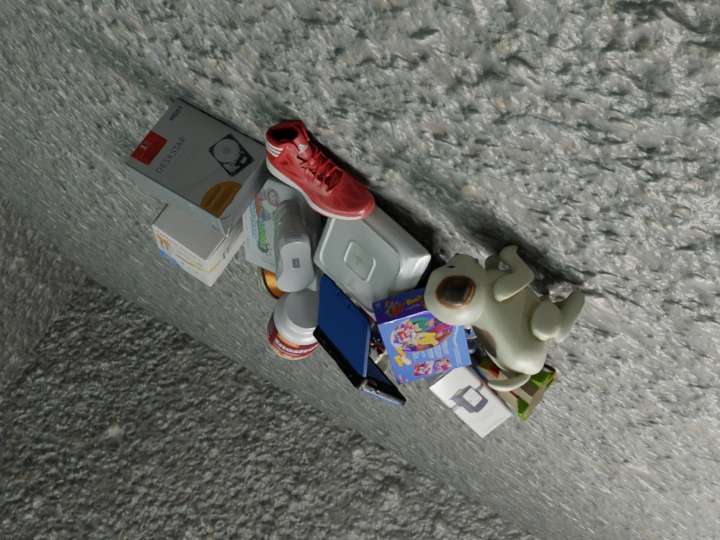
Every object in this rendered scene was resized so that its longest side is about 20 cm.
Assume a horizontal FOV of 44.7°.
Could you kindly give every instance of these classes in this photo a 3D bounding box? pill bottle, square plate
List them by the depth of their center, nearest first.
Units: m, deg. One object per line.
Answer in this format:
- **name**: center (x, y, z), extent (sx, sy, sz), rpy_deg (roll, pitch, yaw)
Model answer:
- **square plate**: center (0.006, -0.019, 1.429), extent (0.200, 0.028, 0.199), rpy_deg (43, 137, 19)
- **pill bottle**: center (-0.119, 0.100, 1.711), extent (0.113, 0.113, 0.200), rpy_deg (33, 158, 1)

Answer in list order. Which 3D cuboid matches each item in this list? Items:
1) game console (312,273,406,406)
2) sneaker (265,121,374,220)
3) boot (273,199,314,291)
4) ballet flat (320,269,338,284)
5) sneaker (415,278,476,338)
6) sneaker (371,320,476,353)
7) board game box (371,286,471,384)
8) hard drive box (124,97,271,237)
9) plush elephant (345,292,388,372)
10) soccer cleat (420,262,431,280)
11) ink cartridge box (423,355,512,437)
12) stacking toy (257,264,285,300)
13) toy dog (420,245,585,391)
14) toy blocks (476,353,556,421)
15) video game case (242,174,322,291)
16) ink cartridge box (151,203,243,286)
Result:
- **game console**: center (0.004, 0.120, 1.528), extent (0.170, 0.119, 0.200), rpy_deg (27, -169, -35)
- **sneaker**: center (-0.070, -0.154, 1.339), extent (0.199, 0.079, 0.116), rpy_deg (28, 163, 14)
- **boot**: center (-0.119, -0.044, 1.550), extent (0.073, 0.096, 0.200), rpy_deg (-4, 152, -10)
- **ballet flat**: center (0.000, 0.000, 1.514), extent (0.199, 0.068, 0.075), rpy_deg (24, 162, 35)
- **sneaker**: center (0.129, 0.038, 1.516), extent (0.199, 0.081, 0.115), rpy_deg (22, 157, 14)
- **sneaker**: center (0.119, 0.107, 1.587), extent (0.199, 0.086, 0.077), rpy_deg (12, 171, -11)
- **board game box**: center (0.105, 0.107, 1.450), extent (0.200, 0.134, 0.045), rpy_deg (72, -177, -52)
- **hard drive box**: center (-0.274, -0.177, 1.506), extent (0.199, 0.156, 0.077), rpy_deg (29, 162, 13)
- **plush elephant**: center (0.017, 0.128, 1.724), extent (0.164, 0.155, 0.200), rpy_deg (31, 180, 2)
- **soccer cleat**: center (0.029, -0.035, 1.495), extent (0.199, 0.065, 0.084), rpy_deg (25, 159, 23)
- **ink cartridge box**: center (0.197, 0.216, 1.749), extent (0.200, 0.084, 0.145), rpy_deg (45, -170, -33)
- **stacking toy**: center (-0.091, -0.011, 1.723), extent (0.199, 0.147, 0.146), rpy_deg (1, 147, 33)
- **toy dog**: center (0.185, 0.056, 1.272), extent (0.199, 0.195, 0.140), rpy_deg (30, 176, -11)
- **toy blocks**: center (0.282, 0.199, 1.662), extent (0.137, 0.100, 0.200), rpy_deg (40, 166, 20)
- **video game case**: center (-0.147, -0.078, 1.609), extent (0.181, 0.024, 0.201), rpy_deg (23, 129, 31)
- **ink cartridge box**: center (-0.347, -0.084, 1.903), extent (0.147, 0.145, 0.200), rpy_deg (33, 162, 3)
